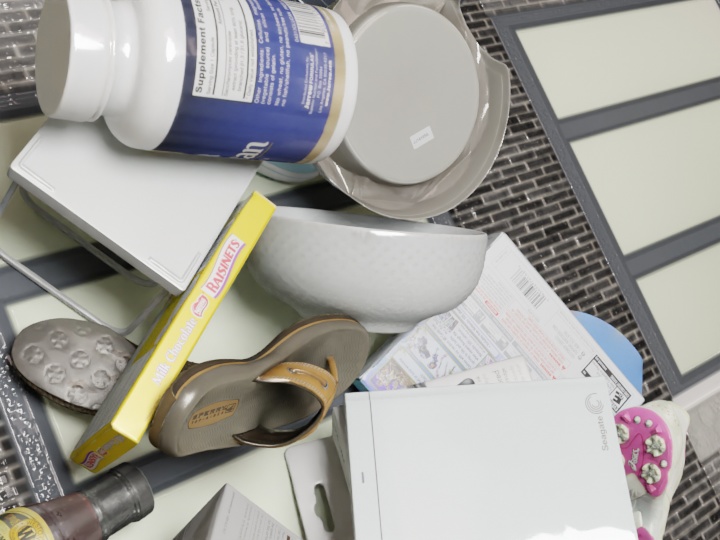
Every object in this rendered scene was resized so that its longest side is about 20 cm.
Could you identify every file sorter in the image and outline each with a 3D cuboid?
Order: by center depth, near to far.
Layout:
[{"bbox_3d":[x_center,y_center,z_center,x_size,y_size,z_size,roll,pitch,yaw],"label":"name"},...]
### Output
[{"bbox_3d":[-0.166,-0.077,0.801,0.138,0.124,0.201,36,53,-14],"label":"file sorter"}]

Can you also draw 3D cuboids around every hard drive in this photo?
[{"bbox_3d":[0.090,0.147,0.767,0.197,0.027,0.134,-3,62,-4],"label":"hard drive"}]

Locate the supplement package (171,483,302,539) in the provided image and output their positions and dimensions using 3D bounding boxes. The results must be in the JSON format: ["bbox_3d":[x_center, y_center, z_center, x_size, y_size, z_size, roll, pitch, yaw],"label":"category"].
[{"bbox_3d":[-0.056,0.266,0.698,0.199,0.121,0.120,40,19,-13],"label":"supplement package"}]

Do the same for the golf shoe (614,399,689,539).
[{"bbox_3d":[0.246,0.206,0.934,0.075,0.203,0.091,26,25,32],"label":"golf shoe"}]

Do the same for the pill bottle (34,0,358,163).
[{"bbox_3d":[-0.110,-0.134,0.716,0.198,0.111,0.113,2,68,-32],"label":"pill bottle"}]

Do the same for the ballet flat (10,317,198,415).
[{"bbox_3d":[-0.160,0.084,0.789,0.197,0.046,0.068,14,65,-23],"label":"ballet flat"}]

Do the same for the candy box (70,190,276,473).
[{"bbox_3d":[-0.128,0.041,0.735,0.026,0.102,0.201,34,57,-11],"label":"candy box"}]

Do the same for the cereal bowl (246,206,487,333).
[{"bbox_3d":[0.000,0.000,0.843,0.198,0.199,0.085,4,96,-32],"label":"cereal bowl"}]

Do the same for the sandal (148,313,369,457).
[{"bbox_3d":[-0.054,0.084,0.715,0.054,0.083,0.199,30,23,29],"label":"sandal"}]

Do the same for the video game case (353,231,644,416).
[{"bbox_3d":[0.120,0.103,0.921,0.181,0.045,0.200,-44,97,-15],"label":"video game case"}]

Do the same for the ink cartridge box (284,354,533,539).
[{"bbox_3d":[0.048,0.153,0.817,0.197,0.068,0.117,-15,65,-9],"label":"ink cartridge box"}]

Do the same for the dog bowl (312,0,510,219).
[{"bbox_3d":[0.030,-0.145,0.881,0.198,0.058,0.203,-5,101,-30],"label":"dog bowl"}]

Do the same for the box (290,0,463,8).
[{"bbox_3d":[-0.008,-0.247,0.997,0.148,0.107,0.201,44,51,-10],"label":"box"}]

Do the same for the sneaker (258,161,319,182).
[{"bbox_3d":[-0.086,-0.169,0.894,0.200,0.130,0.080,42,51,-11],"label":"sneaker"}]

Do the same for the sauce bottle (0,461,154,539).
[{"bbox_3d":[-0.223,0.187,0.682,0.199,0.066,0.067,-31,88,-40],"label":"sauce bottle"}]

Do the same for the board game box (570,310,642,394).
[{"bbox_3d":[0.181,0.139,0.982,0.156,0.039,0.203,3,86,-16],"label":"board game box"}]
